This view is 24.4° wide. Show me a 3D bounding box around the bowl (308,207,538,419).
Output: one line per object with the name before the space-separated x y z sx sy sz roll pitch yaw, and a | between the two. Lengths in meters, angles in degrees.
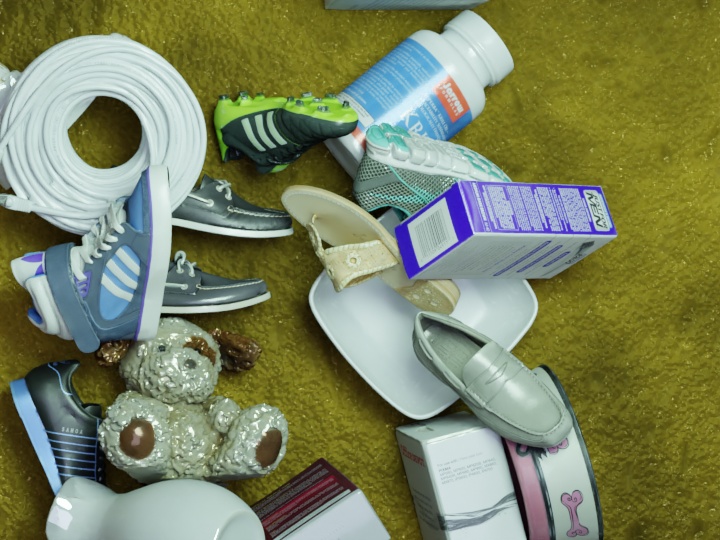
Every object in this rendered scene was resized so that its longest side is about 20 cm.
bowl | 0.061 0.035 1.762 0.200 0.075 0.200 -42 97 -8

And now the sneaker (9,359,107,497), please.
sneaker | -0.286 0.188 1.704 0.078 0.070 0.200 -24 97 -8

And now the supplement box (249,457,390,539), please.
supplement box | -0.049 0.256 1.679 0.109 0.200 0.061 -33 100 -8

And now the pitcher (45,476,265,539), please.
pitcher | -0.182 0.272 1.633 0.172 0.200 0.121 45 56 -46

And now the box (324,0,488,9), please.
box | 0.056 -0.373 1.696 0.171 0.200 0.199 -2 91 -12

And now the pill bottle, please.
pill bottle | 0.059 -0.180 1.741 0.200 0.112 0.112 -40 97 -7

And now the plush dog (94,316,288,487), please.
plush dog | -0.188 0.131 1.704 0.200 0.160 0.172 6 71 -26

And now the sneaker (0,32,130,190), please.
sneaker | -0.331 -0.192 1.693 0.116 0.074 0.200 44 85 -10

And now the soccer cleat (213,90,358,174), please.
soccer cleat | -0.073 -0.138 1.692 0.067 0.200 0.081 -16 107 -41

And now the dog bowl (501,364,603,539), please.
dog bowl | 0.183 0.202 1.722 0.074 0.200 0.200 -15 93 -5

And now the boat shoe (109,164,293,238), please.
boat shoe | -0.166 -0.070 1.726 0.200 0.074 0.060 7 94 -2

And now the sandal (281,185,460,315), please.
sandal | 0.003 -0.002 1.668 0.212 0.078 0.070 34 57 -13

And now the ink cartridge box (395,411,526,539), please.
ink cartridge box | 0.111 0.255 1.736 0.084 0.144 0.200 -16 93 -10

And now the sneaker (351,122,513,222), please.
sneaker | 0.073 -0.084 1.693 0.200 0.078 0.091 15 113 -31

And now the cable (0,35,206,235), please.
cable | -0.253 -0.131 1.644 0.200 0.069 0.200 23 98 -11

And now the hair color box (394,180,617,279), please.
hair color box | 0.147 -0.039 1.674 0.200 0.109 0.065 2 65 -38

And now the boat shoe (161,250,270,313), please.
boat shoe | -0.193 0.012 1.719 0.200 0.073 0.063 -3 94 -5

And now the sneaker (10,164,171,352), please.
sneaker | -0.260 -0.015 1.600 0.146 0.081 0.200 4 125 -11

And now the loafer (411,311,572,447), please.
loafer | 0.125 0.106 1.650 0.200 0.070 0.070 32 71 33
